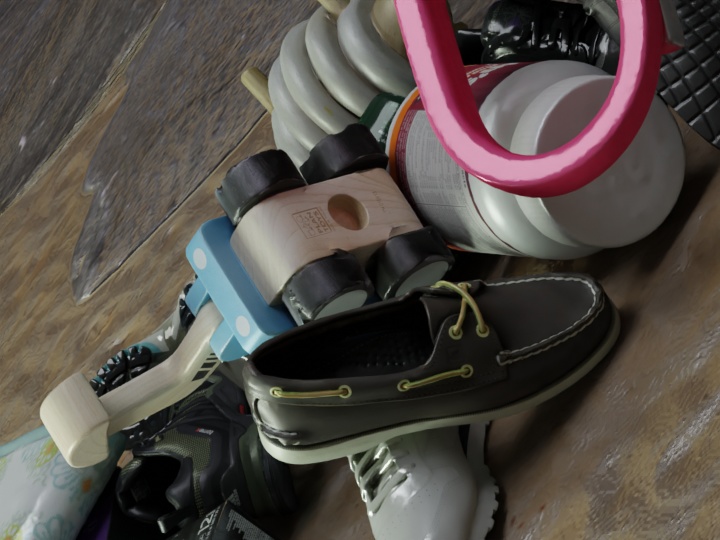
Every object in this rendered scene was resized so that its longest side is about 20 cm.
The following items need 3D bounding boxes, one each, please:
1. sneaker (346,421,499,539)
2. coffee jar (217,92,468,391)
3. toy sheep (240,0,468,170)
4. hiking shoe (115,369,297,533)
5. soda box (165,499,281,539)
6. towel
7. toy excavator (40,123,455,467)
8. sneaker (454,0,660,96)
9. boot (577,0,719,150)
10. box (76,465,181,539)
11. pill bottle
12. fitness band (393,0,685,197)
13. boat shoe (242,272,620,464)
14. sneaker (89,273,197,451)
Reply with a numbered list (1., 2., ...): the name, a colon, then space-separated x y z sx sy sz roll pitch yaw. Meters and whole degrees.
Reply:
1. sneaker: 0.022 0.103 1.532 0.076 0.080 0.200 -45 22 19
2. coffee jar: 0.000 0.000 1.727 0.200 0.104 0.085 -56 0 -9
3. toy sheep: -0.002 -0.118 1.909 0.200 0.137 0.138 -55 14 37
4. hiking shoe: -0.110 0.112 1.781 0.100 0.076 0.200 -15 13 -14
5. soda box: -0.100 0.233 1.619 0.071 0.063 0.201 -35 25 44
6. towel: -0.234 0.185 1.827 0.200 0.048 0.172 -26 35 57
7. toy excavator: -0.069 0.029 1.636 0.194 0.100 0.200 -17 -27 -39
8. sneaker: 0.116 -0.126 1.699 0.200 0.087 0.076 -23 35 56
9. boot: 0.168 -0.133 1.556 0.070 0.200 0.132 -36 -18 3
10. box: -0.172 0.238 1.769 0.141 0.079 0.200 -48 19 23
11. pill bottle: 0.096 -0.062 1.597 0.110 0.109 0.200 -57 19 -10
12. fitness band: 0.088 -0.135 1.484 0.143 0.037 0.201 -27 65 26
13. boat shoe: 0.038 0.042 1.494 0.200 0.061 0.072 -19 46 -1
14. sneaker: -0.096 0.045 1.925 0.200 0.078 0.086 -35 -11 9
